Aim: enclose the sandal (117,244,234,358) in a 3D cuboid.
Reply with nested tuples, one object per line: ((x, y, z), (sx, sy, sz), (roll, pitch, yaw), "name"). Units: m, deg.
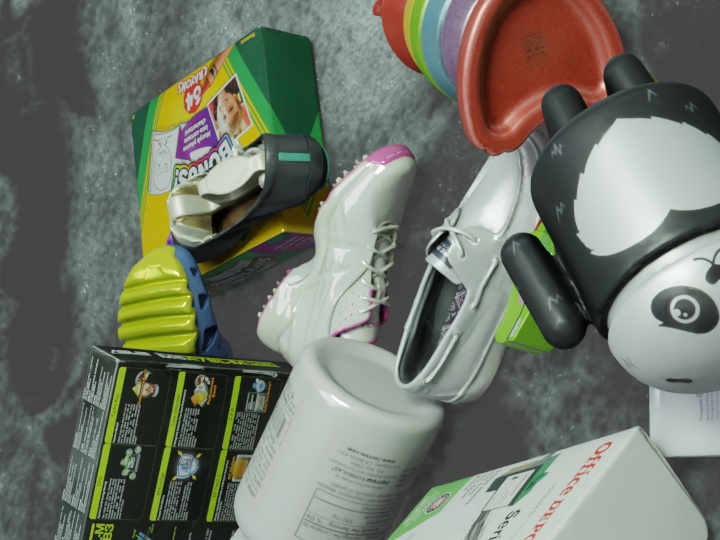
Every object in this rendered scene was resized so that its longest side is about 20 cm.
((-0.136, 0.072, 1.474), (0.079, 0.087, 0.202), (7, 114, 32), "sandal")

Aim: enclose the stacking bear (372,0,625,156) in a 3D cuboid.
((0.077, -0.165, 1.260), (0.200, 0.121, 0.115), (34, 142, 62), "stacking bear")

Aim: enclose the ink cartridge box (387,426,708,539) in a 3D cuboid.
((0.095, 0.187, 1.137), (0.199, 0.146, 0.085), (-26, 104, 47), "ink cartridge box")

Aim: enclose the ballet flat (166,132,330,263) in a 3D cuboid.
((-0.106, -0.058, 1.418), (0.199, 0.073, 0.074), (-25, 65, 46), "ballet flat")

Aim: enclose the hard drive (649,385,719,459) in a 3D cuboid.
((0.249, 0.039, 1.070), (0.199, 0.025, 0.133), (-10, 76, 51), "hard drive")

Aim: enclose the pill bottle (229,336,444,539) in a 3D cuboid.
((-0.028, 0.159, 1.335), (0.114, 0.114, 0.201), (48, 121, 44), "pill bottle")

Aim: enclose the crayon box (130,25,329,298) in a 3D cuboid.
((-0.111, -0.081, 1.525), (0.199, 0.058, 0.174), (-26, 64, 47), "crayon box")

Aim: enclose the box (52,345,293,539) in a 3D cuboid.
((-0.135, 0.164, 1.407), (0.047, 0.192, 0.202), (21, 101, 52), "box")

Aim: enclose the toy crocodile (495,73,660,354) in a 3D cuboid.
((0.142, -0.037, 1.187), (0.062, 0.067, 0.201), (45, 117, 52), "toy crocodile")

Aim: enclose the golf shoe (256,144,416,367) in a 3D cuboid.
((0.000, 0.000, 1.373), (0.092, 0.075, 0.201), (46, 123, 27), "golf shoe")

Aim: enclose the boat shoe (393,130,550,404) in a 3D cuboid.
((0.074, -0.004, 1.266), (0.072, 0.068, 0.201), (44, 119, 46), "boat shoe")

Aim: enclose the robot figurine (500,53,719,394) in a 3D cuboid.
((0.172, -0.027, 1.053), (0.150, 0.124, 0.201), (-47, 53, 35), "robot figurine")
